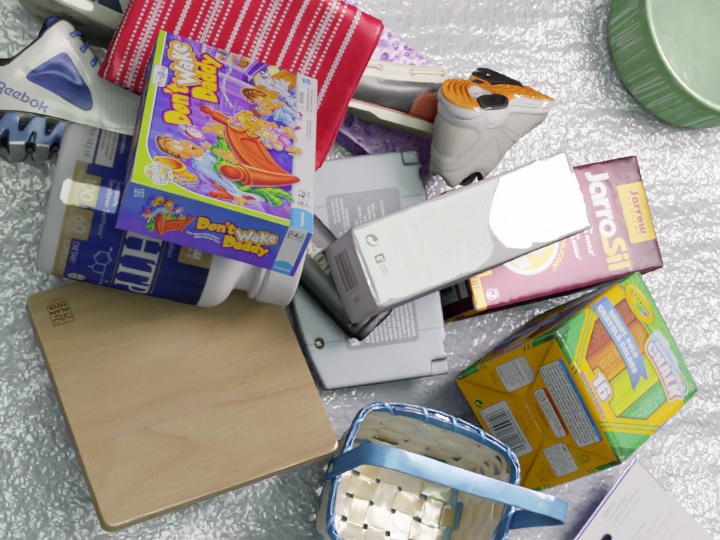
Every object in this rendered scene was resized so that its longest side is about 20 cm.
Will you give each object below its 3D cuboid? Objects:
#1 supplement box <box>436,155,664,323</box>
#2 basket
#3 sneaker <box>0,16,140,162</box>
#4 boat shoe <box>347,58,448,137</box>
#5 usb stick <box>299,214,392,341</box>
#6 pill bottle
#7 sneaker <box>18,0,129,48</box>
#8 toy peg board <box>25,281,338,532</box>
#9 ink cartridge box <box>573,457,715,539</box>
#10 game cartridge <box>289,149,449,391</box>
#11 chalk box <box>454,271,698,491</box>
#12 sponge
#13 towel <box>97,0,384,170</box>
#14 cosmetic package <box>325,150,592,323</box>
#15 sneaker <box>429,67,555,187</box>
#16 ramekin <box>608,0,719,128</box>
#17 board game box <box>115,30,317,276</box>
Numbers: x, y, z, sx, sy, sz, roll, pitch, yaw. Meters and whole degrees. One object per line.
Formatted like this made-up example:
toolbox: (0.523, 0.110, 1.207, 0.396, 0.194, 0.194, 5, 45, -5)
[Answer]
supplement box: (0.161, -0.029, 1.358, 0.199, 0.086, 0.111, -12, 85, -22)
basket: (0.051, 0.181, 1.219, 0.176, 0.200, 0.140, 21, 75, -17)
sneaker: (-0.225, -0.151, 1.241, 0.198, 0.081, 0.116, 1, 83, -18)
boat shoe: (-0.015, -0.170, 1.292, 0.199, 0.071, 0.063, 14, 89, -21)
usb stick: (-0.053, -0.027, 1.266, 0.200, 0.033, 0.055, 48, 62, -2)
pill bottle: (-0.145, -0.036, 1.173, 0.199, 0.120, 0.120, 12, 77, -11)
sneaker: (-0.192, -0.232, 1.273, 0.199, 0.075, 0.085, 16, 77, -27)
toy peg board: (-0.153, 0.101, 1.231, 0.199, 0.098, 0.200, -16, 71, -23)
ink cartridge box: (0.253, 0.308, 1.358, 0.200, 0.043, 0.198, 46, 69, -10)
game cartridge: (0.000, 0.000, 1.308, 0.133, 0.040, 0.201, -6, 86, -12)
chalk box: (0.203, 0.090, 1.316, 0.200, 0.124, 0.125, -31, 93, -47)
sponge: (-0.002, -0.172, 1.353, 0.200, 0.030, 0.112, 37, 72, -11)
towel: (-0.095, -0.178, 1.213, 0.199, 0.023, 0.145, 23, 104, -16)
cosmetic package: (0.079, -0.027, 1.232, 0.199, 0.102, 0.074, -19, 87, -16)
sneaker: (0.109, -0.125, 1.340, 0.075, 0.200, 0.092, 28, 111, 21)
ramekin: (0.339, -0.235, 1.452, 0.199, 0.098, 0.201, 3, 80, -20)
board game box: (-0.103, -0.092, 1.123, 0.134, 0.045, 0.201, 15, 38, -13)
